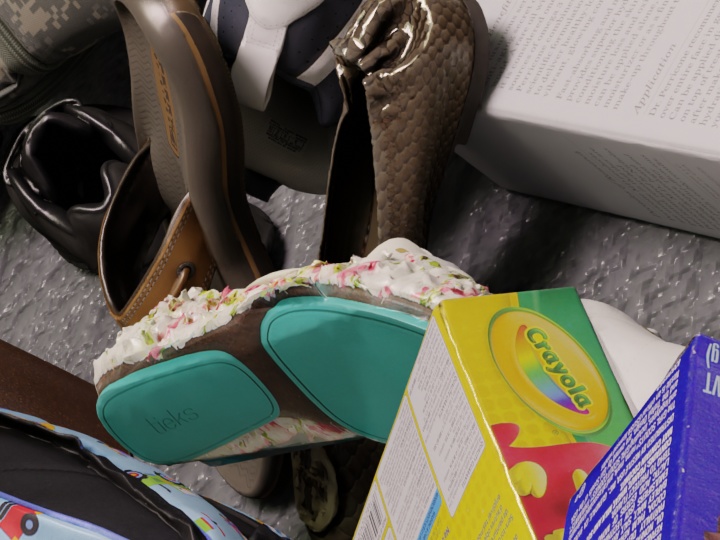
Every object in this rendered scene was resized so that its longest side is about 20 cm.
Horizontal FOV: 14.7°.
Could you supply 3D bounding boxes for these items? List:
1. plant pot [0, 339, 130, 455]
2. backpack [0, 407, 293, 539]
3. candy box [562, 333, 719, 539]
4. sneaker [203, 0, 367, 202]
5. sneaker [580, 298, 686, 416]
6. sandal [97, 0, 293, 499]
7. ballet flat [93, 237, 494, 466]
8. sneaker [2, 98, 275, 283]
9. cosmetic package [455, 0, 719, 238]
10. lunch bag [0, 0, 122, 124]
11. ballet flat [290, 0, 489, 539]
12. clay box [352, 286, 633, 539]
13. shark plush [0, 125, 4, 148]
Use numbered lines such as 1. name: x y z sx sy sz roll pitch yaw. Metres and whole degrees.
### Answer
1. plant pot: -0.224 0.074 1.081 0.187 0.200 0.187 -32 37 29
2. backpack: -0.089 0.124 0.891 0.200 0.182 0.135 16 80 44
3. candy box: 0.122 0.130 0.583 0.077 0.169 0.200 118 168 -45
4. sneaker: -0.016 -0.086 1.039 0.199 0.079 0.130 48 -119 -86
5. sneaker: 0.107 0.057 0.818 0.085 0.073 0.200 -18 26 -6
6. sandal: -0.065 -0.008 0.980 0.055 0.200 0.082 -21 32 -19
7. ballet flat: -0.009 0.020 0.880 0.200 0.076 0.064 -7 37 45
8. sneaker: -0.109 -0.040 1.151 0.076 0.091 0.200 -57 31 -4
9. cosmetic package: 0.104 -0.072 0.925 0.200 0.071 0.102 18 74 57
10. lunch bag: -0.160 -0.151 1.238 0.168 0.139 0.200 -29 15 26
11. ballet flat: 0.000 0.000 0.941 0.067 0.046 0.200 28 110 54
12. clay box: 0.057 0.117 0.736 0.115 0.048 0.200 108 148 -47
13. shark plush: -0.212 -0.050 1.321 0.083 0.091 0.200 121 163 -60
